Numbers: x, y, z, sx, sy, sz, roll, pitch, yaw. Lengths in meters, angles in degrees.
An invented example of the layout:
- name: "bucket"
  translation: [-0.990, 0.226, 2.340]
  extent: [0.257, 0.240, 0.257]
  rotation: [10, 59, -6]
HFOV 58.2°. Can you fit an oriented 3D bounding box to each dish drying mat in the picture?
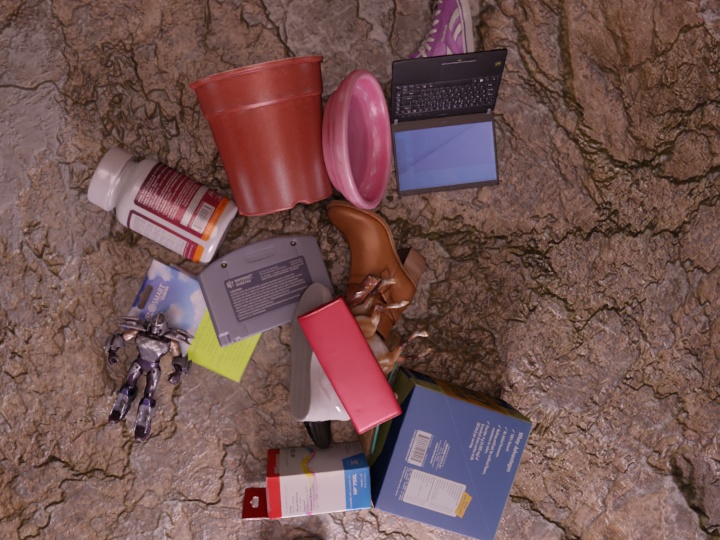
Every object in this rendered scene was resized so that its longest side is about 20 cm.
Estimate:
- name: "dish drying mat"
  translation: [-0.014, 0.137, 0.930]
  extent: [0.076, 0.018, 0.202]
  rotation: [-26, 106, 4]

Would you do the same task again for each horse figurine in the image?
- name: "horse figurine"
  translation: [0.027, 0.098, 0.959]
  extent: [0.131, 0.050, 0.202]
  rotation: [-32, 112, -6]

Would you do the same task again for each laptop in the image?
- name: "laptop"
  translation: [0.139, -0.226, 1.010]
  extent: [0.174, 0.201, 0.105]
  rotation: [-7, 61, -3]

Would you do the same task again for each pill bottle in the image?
- name: "pill bottle"
  translation: [-0.294, -0.098, 0.970]
  extent: [0.198, 0.110, 0.111]
  rotation: [28, 90, -8]

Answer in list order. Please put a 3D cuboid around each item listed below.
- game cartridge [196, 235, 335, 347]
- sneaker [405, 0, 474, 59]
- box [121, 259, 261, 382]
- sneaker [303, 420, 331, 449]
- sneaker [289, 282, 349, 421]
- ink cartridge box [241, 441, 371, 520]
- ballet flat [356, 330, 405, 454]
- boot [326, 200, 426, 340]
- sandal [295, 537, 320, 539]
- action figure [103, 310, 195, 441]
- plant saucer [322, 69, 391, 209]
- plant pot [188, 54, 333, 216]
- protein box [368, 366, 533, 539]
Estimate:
- name: "game cartridge"
  translation: [-0.144, 0.022, 1.001]
  extent: [0.197, 0.041, 0.135]
  rotation: [-19, 91, -25]
- name: "sneaker"
  translation: [0.117, -0.370, 1.025]
  extent: [0.112, 0.073, 0.204]
  rotation: [-10, 95, -3]
- name: "box"
  translation: [-0.254, 0.077, 1.017]
  extent: [0.198, 0.048, 0.124]
  rotation: [26, 89, -8]
- name: "sneaker"
  translation: [-0.056, 0.186, 1.041]
  extent: [0.089, 0.076, 0.204]
  rotation: [-6, 98, -16]
- name: "sneaker"
  translation: [-0.044, 0.128, 0.988]
  extent: [0.114, 0.073, 0.204]
  rotation: [14, 76, -40]
- name: "ink cartridge box"
  translation: [-0.088, 0.329, 1.021]
  extent: [0.196, 0.116, 0.069]
  rotation: [-3, 95, -8]
- name: "ballet flat"
  translation: [0.015, 0.192, 1.053]
  extent: [0.071, 0.068, 0.204]
  rotation: [16, 90, 2]
- name: "boot"
  translation: [0.000, 0.000, 1.015]
  extent: [0.199, 0.076, 0.157]
  rotation: [39, 67, -21]
- name: "sandal"
  translation: [-0.140, 0.503, 1.055]
  extent: [0.198, 0.057, 0.081]
  rotation: [-17, 96, -6]
- name: "action figure"
  translation: [-0.321, 0.148, 0.970]
  extent: [0.128, 0.070, 0.203]
  rotation: [21, 110, 0]
- name: "plant saucer"
  translation: [-0.006, -0.194, 0.971]
  extent: [0.050, 0.200, 0.205]
  rotation: [1, 94, 22]
- name: "plant pot"
  translation: [-0.131, -0.193, 0.953]
  extent: [0.197, 0.201, 0.199]
  rotation: [-13, 103, -6]
- name: "protein box"
  translation: [0.134, 0.289, 1.037]
  extent: [0.197, 0.135, 0.202]
  rotation: [19, 91, -8]
